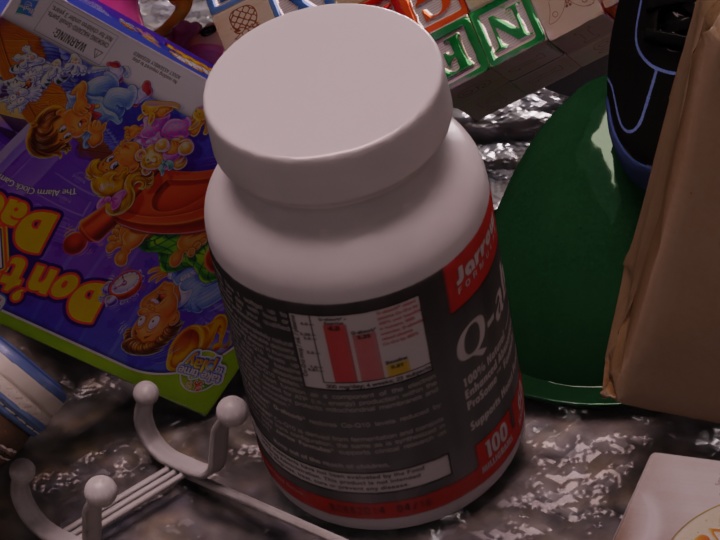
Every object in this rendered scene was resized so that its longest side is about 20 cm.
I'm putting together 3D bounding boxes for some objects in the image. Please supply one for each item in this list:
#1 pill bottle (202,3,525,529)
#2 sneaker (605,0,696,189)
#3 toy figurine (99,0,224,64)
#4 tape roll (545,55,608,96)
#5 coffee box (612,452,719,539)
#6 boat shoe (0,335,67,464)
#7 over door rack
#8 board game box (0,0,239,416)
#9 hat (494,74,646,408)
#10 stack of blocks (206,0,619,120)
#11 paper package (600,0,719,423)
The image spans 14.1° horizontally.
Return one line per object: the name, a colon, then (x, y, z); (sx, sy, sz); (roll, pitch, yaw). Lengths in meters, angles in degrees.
pill bottle: (0.000, 0.000, 1.174); (0.116, 0.200, 0.116); (-6, 43, 6)
sneaker: (0.141, -0.135, 1.227); (0.070, 0.078, 0.200); (9, 77, 19)
toy figurine: (-0.063, -0.135, 1.491); (0.200, 0.150, 0.184); (31, 62, 12)
tape roll: (0.122, -0.180, 1.451); (0.200, 0.066, 0.200); (9, 53, -12)
coffee box: (0.131, 0.162, 1.026); (0.114, 0.080, 0.200); (6, 38, 22)
boat shoe: (-0.192, 0.048, 1.254); (0.072, 0.072, 0.200); (-49, 18, -8)
over door rack: (-0.082, 0.119, 1.152); (0.148, 0.067, 0.200); (-32, 40, -27)
board game box: (-0.109, -0.035, 1.228); (0.135, 0.200, 0.045); (-56, 39, 9)
hat: (0.110, -0.067, 1.270); (0.166, 0.176, 0.200); (7, 38, 21)
stack of blocks: (0.037, -0.131, 1.344); (0.200, 0.059, 0.115); (-26, 73, 14)
paper package: (0.214, -0.025, 1.148); (0.200, 0.191, 0.104); (12, 37, 2)
